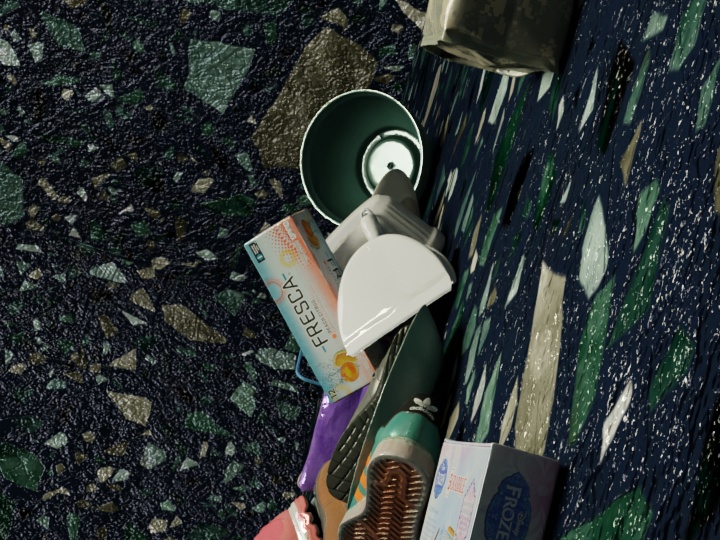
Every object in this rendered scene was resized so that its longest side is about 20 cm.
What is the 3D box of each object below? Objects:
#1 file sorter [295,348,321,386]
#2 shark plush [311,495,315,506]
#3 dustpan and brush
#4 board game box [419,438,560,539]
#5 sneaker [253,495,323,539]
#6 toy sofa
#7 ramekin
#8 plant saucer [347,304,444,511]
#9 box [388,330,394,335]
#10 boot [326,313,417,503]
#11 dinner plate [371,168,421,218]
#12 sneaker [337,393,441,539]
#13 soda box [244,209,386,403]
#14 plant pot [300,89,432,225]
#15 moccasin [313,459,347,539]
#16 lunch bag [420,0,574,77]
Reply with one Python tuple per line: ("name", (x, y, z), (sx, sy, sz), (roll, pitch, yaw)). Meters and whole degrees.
("file sorter", (-0.015, 0.070, 2.147), (0.139, 0.121, 0.202), (-80, 6, -58))
("shark plush", (-0.036, 0.322, 1.836), (0.084, 0.090, 0.201), (62, 142, 39))
("dustpan and brush", (0.023, -0.006, 1.495), (0.139, 0.057, 0.201), (-34, 50, 13))
("board game box", (0.055, 0.200, 0.810), (0.200, 0.041, 0.202), (126, 159, -83))
("sneaker", (-0.058, 0.330, 1.444), (0.074, 0.086, 0.201), (55, -172, -41))
("toy sofa", (-0.005, 0.170, 1.634), (0.083, 0.096, 0.202), (110, 176, -62))
("ramekin", (0.000, 0.000, 1.645), (0.202, 0.094, 0.203), (-45, 9, 9))
("plant saucer", (0.041, 0.132, 1.287), (0.201, 0.038, 0.204), (21, -91, -83))
("box", (0.007, 0.112, 1.891), (0.161, 0.044, 0.202), (83, -163, -56))
("boot", (0.031, 0.143, 1.454), (0.202, 0.067, 0.131), (-64, -2, 0))
("dinner plate", (0.048, -0.030, 1.829), (0.200, 0.024, 0.203), (7, -90, -69))
("sneaker", (0.034, 0.180, 1.182), (0.201, 0.071, 0.080), (109, -173, -51))
("soda box", (-0.045, 0.038, 1.536), (0.068, 0.202, 0.064), (-28, 1, 19))
("plant pot", (0.027, -0.161, 2.101), (0.134, 0.198, 0.203), (2, -75, -65))
("moccasin", (-0.005, 0.251, 1.457), (0.074, 0.077, 0.202), (61, -174, -16))
("lunch bag", (0.119, -0.252, 1.169), (0.200, 0.116, 0.166), (-125, 49, -80))
